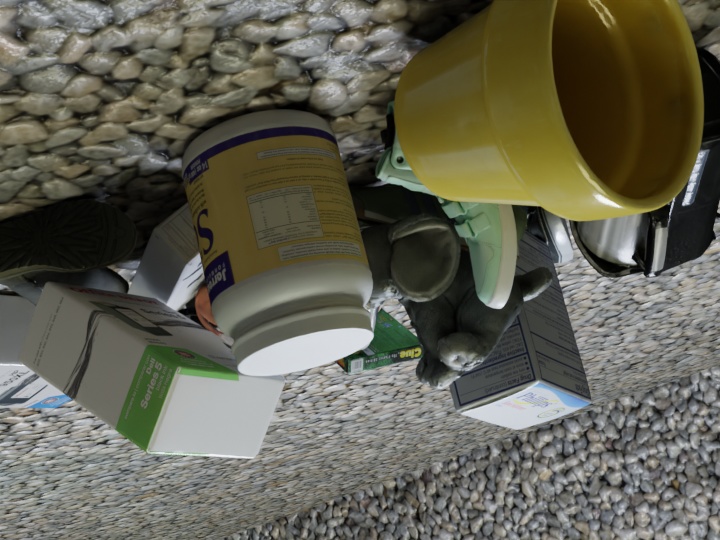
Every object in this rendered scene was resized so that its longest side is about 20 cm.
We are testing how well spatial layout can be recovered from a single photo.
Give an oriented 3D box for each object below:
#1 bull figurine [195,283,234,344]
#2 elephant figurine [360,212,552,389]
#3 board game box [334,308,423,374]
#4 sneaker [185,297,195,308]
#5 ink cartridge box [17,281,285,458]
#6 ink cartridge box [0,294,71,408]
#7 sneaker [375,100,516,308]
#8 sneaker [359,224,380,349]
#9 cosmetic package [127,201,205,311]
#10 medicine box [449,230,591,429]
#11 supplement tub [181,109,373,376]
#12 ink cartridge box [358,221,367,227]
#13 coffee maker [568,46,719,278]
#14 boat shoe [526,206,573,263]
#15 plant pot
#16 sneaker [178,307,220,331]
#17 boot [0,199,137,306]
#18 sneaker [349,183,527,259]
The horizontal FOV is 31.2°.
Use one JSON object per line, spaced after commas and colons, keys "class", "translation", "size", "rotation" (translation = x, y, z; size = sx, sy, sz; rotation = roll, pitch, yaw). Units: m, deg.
{"class": "bull figurine", "translation": [-0.082, 0.006, 1.297], "size": [0.200, 0.122, 0.065], "rotation": [-41, 165, 24]}
{"class": "elephant figurine", "translation": [0.049, 0.002, 1.230], "size": [0.141, 0.200, 0.155], "rotation": [-35, -171, 47]}
{"class": "board game box", "translation": [-0.018, 0.061, 1.521], "size": [0.104, 0.024, 0.200], "rotation": [-7, -154, -28]}
{"class": "sneaker", "translation": [-0.153, 0.062, 1.511], "size": [0.070, 0.100, 0.200], "rotation": [-19, 163, 13]}
{"class": "ink cartridge box", "translation": [-0.192, 0.090, 1.179], "size": [0.199, 0.085, 0.145], "rotation": [27, -172, 36]}
{"class": "ink cartridge box", "translation": [-0.383, 0.094, 1.441], "size": [0.144, 0.085, 0.199], "rotation": [-26, 159, 33]}
{"class": "sneaker", "translation": [0.073, -0.061, 1.154], "size": [0.117, 0.203, 0.074], "rotation": [-7, 178, -10]}
{"class": "sneaker", "translation": [0.000, 0.000, 1.374], "size": [0.078, 0.080, 0.201], "rotation": [15, 143, -4]}
{"class": "cosmetic package", "translation": [-0.178, -0.009, 1.290], "size": [0.082, 0.051, 0.200], "rotation": [-41, 176, -27]}
{"class": "medicine box", "translation": [0.158, 0.057, 1.414], "size": [0.102, 0.202, 0.182], "rotation": [-21, 159, 22]}
{"class": "supplement tub", "translation": [-0.070, -0.023, 1.132], "size": [0.144, 0.202, 0.146], "rotation": [-13, 163, -4]}
{"class": "ink cartridge box", "translation": [0.074, -0.034, 1.485], "size": [0.199, 0.048, 0.145], "rotation": [3, 155, -45]}
{"class": "coffee maker", "translation": [0.301, -0.111, 1.244], "size": [0.191, 0.135, 0.201], "rotation": [-33, 150, -22]}
{"class": "boat shoe", "translation": [0.224, -0.041, 1.563], "size": [0.056, 0.069, 0.200], "rotation": [-16, 165, 7]}
{"class": "plant pot", "translation": [0.135, -0.131, 1.006], "size": [0.199, 0.203, 0.188], "rotation": [1, 172, -43]}
{"class": "sneaker", "translation": [-0.149, 0.084, 1.390], "size": [0.198, 0.082, 0.074], "rotation": [-11, -152, 4]}
{"class": "boot", "translation": [-0.271, 0.001, 1.263], "size": [0.180, 0.073, 0.200], "rotation": [-4, 159, 13]}
{"class": "sneaker", "translation": [0.077, -0.076, 1.321], "size": [0.198, 0.091, 0.067], "rotation": [15, 179, 6]}
